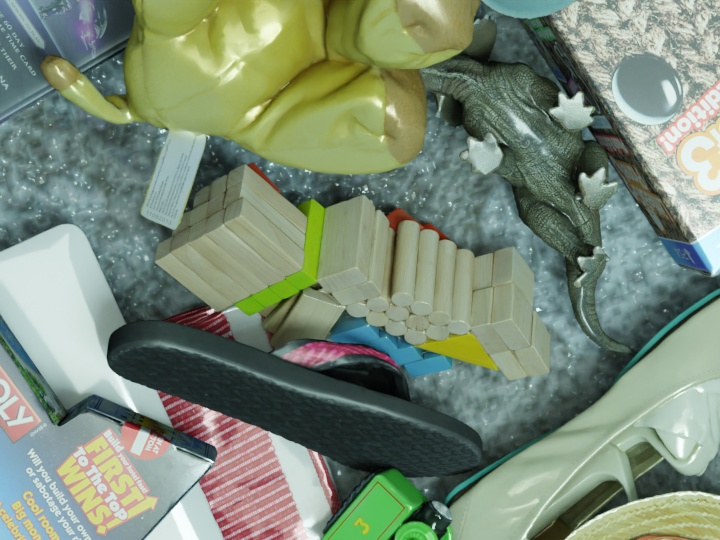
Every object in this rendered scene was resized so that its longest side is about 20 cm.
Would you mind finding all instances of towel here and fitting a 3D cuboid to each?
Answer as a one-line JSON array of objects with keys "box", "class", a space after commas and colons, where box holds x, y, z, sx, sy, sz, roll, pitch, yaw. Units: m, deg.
[{"box": [-0.117, 0.109, 1.107, 0.199, 0.023, 0.145, -21, 95, 0], "class": "towel"}]

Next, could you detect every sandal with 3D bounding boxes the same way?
[{"box": [-0.024, 0.052, 1.066, 0.199, 0.075, 0.045, 22, 59, -22], "class": "sandal"}]

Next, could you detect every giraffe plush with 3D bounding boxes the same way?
[{"box": [-0.037, -0.136, 1.019, 0.172, 0.163, 0.200, 32, 131, -16], "class": "giraffe plush"}]

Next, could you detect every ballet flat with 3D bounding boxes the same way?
[{"box": [0.132, 0.088, 1.086, 0.200, 0.069, 0.070, -39, 94, 7], "class": "ballet flat"}]

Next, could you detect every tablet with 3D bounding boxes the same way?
[{"box": [-0.155, 0.092, 1.087, 0.130, 0.014, 0.201, -24, 96, -1], "class": "tablet"}]

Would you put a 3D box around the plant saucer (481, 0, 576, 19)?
[{"box": [0.080, -0.207, 0.931, 0.039, 0.201, 0.202, 24, 93, 32], "class": "plant saucer"}]

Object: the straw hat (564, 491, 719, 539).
[{"box": [0.158, 0.205, 1.088, 0.200, 0.085, 0.202, 0, 88, -2], "class": "straw hat"}]

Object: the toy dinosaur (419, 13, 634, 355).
[{"box": [0.089, -0.052, 1.069, 0.077, 0.102, 0.200, -39, 108, 11], "class": "toy dinosaur"}]

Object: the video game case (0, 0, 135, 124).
[{"box": [-0.177, -0.143, 1.020, 0.019, 0.200, 0.143, -31, 95, 41], "class": "video game case"}]

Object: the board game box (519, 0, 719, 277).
[{"box": [0.171, -0.125, 1.061, 0.159, 0.097, 0.200, -34, 93, 1], "class": "board game box"}]

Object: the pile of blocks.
[{"box": [0.000, 0.000, 1.090, 0.199, 0.082, 0.062, 21, 49, -16], "class": "pile of blocks"}]

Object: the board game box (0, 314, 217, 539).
[{"box": [-0.178, 0.099, 1.049, 0.199, 0.062, 0.201, -33, 95, -1], "class": "board game box"}]

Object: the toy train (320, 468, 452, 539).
[{"box": [-0.032, 0.179, 1.093, 0.056, 0.042, 0.200, 43, 102, 11], "class": "toy train"}]
